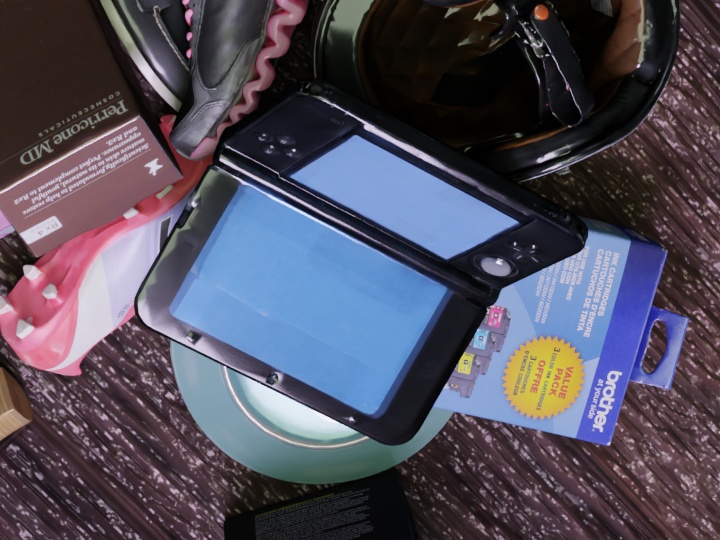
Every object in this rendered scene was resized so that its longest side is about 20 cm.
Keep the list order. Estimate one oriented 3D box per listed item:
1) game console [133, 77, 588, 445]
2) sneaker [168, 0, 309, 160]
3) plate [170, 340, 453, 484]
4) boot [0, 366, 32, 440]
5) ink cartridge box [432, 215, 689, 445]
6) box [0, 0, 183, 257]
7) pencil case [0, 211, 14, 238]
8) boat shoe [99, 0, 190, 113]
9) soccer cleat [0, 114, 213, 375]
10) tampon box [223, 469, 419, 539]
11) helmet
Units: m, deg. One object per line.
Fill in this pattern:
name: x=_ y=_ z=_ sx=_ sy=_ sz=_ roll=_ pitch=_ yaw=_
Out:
game console: x=0.000 y=0.000 z=1.467 sx=0.200 sy=0.176 sz=0.117 roll=27 pitch=65 yaw=-20
sneaker: x=-0.078 y=-0.163 z=1.495 sx=0.095 sy=0.079 sz=0.200 roll=25 pitch=105 yaw=-7
plate: x=-0.023 y=0.049 z=1.635 sx=0.200 sy=0.026 sz=0.200 roll=-1 pitch=106 yaw=-5
boot: x=-0.306 y=0.078 z=1.561 sx=0.144 sy=0.071 sz=0.201 roll=-27 pitch=141 yaw=6
ink cartridge box: x=0.105 y=0.028 z=1.599 sx=0.200 sy=0.076 sz=0.137 roll=12 pitch=99 yaw=-17
box: x=-0.190 y=-0.116 z=1.482 sx=0.100 sy=0.200 sz=0.075 roll=-29 pitch=145 yaw=1
pencil case: x=-0.265 y=-0.047 z=1.561 sx=0.200 sy=0.087 sz=0.088 roll=-28 pitch=106 yaw=3
boat shoe: x=-0.132 y=-0.186 z=1.534 sx=0.063 sy=0.073 sz=0.200 roll=-28 pitch=103 yaw=6
soccer cleat: x=-0.147 y=-0.018 z=1.595 sx=0.200 sy=0.067 sz=0.076 roll=-48 pitch=142 yaw=1
tampon box: x=-0.007 y=0.242 z=1.600 sx=0.126 sy=0.200 sz=0.150 roll=-16 pitch=106 yaw=1
helmet: x=0.072 y=-0.143 z=1.500 sx=0.200 sy=0.191 sz=0.200 roll=0 pitch=90 yaw=-41
